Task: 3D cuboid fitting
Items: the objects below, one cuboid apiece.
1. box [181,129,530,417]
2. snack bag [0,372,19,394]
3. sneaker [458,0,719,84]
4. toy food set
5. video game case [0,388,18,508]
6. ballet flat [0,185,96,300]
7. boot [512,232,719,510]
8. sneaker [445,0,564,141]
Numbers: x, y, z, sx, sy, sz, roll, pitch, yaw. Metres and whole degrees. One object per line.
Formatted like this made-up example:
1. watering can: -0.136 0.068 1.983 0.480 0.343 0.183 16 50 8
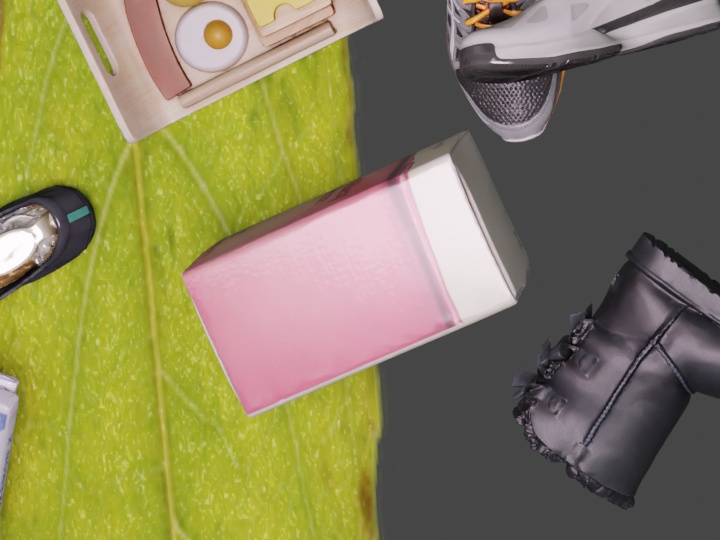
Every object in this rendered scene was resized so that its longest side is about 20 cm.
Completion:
1. box: 0.000 0.000 1.461 0.199 0.128 0.109 -24 96 12
2. snack bag: -0.351 0.114 1.567 0.199 0.021 0.189 23 123 4
3. sneaker: 0.137 -0.189 1.400 0.200 0.076 0.116 -16 93 -28
4. toy food set: -0.100 -0.192 1.471 0.199 0.060 0.144 -25 97 13
5. video game case: -0.347 0.131 1.550 0.199 0.022 0.183 19 123 5
6. ballet flat: -0.277 0.002 1.536 0.199 0.073 0.073 -29 96 14
7. boot: 0.212 0.089 1.476 0.198 0.073 0.163 37 103 7
8. sneaker: 0.087 -0.181 1.437 0.078 0.077 0.201 -10 102 9
